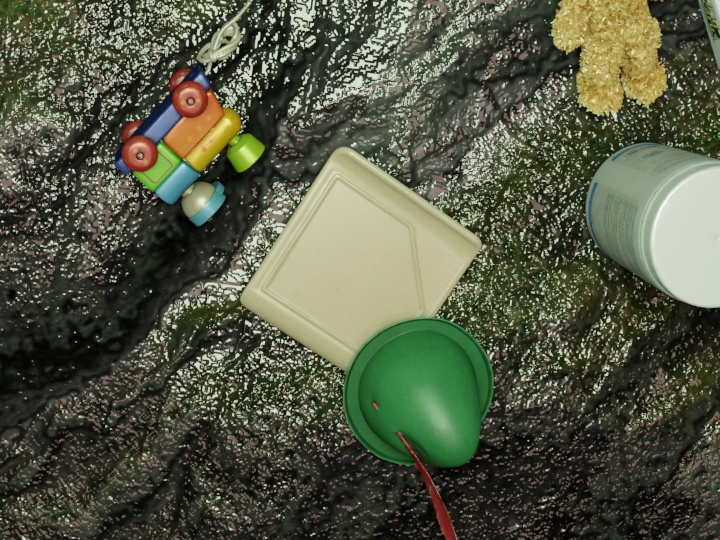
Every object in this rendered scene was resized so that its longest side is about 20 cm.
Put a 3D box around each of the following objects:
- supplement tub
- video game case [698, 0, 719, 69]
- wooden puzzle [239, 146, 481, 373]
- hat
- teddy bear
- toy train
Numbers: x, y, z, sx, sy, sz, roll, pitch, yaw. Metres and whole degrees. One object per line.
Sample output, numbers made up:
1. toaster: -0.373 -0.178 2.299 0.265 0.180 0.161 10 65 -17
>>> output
1. supplement tub: 0.305 -0.049 1.033 0.129 0.200 0.134 -1 103 -5
2. video game case: 0.429 -0.323 1.063 0.197 0.045 0.184 -23 105 0
3. wooden puzzle: 0.000 0.000 1.104 0.184 0.037 0.201 33 102 -12
4. hat: 0.087 0.170 1.060 0.165 0.176 0.201 -37 116 3
5. teddy bear: 0.252 -0.254 1.051 0.142 0.067 0.204 2 103 -8
6. toy train: -0.136 -0.147 1.037 0.200 0.085 0.116 -45 113 5
